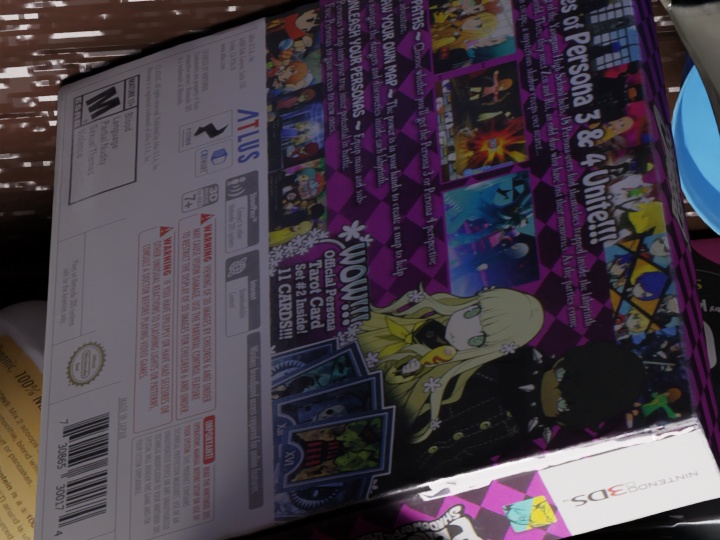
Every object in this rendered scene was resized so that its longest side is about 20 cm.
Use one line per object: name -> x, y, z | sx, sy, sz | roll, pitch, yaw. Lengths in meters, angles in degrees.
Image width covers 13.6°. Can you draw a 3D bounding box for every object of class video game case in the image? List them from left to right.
video game case -> 0.000, 0.000, 0.822 | 0.180, 0.201, 0.036 | -17, 133, 13

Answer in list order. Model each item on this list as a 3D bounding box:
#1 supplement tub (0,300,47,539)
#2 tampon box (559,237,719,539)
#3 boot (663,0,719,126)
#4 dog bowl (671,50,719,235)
supplement tub -> -0.114, 0.100, 0.905 | 0.199, 0.145, 0.145 | -31, 134, -15
tampon box -> 0.078, 0.105, 0.970 | 0.149, 0.127, 0.201 | -4, 132, 2
boot -> 0.183, -0.056, 0.788 | 0.199, 0.078, 0.139 | -20, 126, 15
dog bowl -> 0.187, -0.058, 0.876 | 0.198, 0.050, 0.112 | -2, 133, -1
